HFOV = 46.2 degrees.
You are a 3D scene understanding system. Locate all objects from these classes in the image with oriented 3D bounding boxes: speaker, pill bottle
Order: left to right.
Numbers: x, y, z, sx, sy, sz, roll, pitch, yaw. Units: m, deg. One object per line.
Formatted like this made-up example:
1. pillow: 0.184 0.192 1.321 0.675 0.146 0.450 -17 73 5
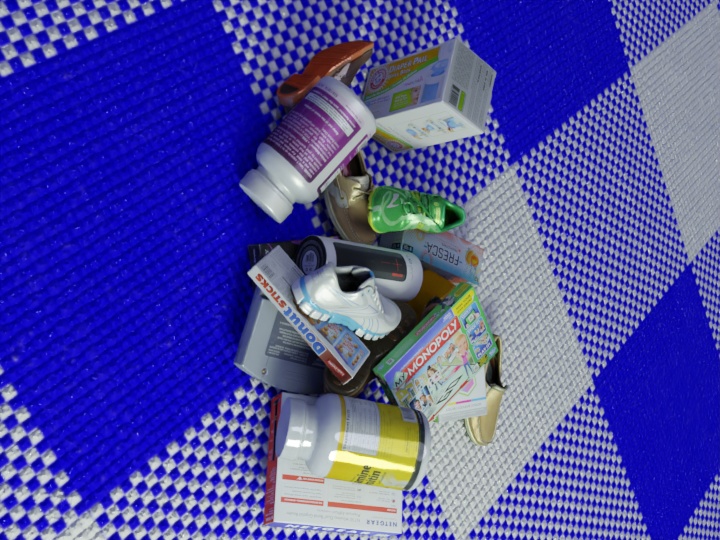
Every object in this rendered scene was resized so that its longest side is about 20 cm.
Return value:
1. pill bottle: -0.078 -0.169 1.204 0.200 0.112 0.112 -48 119 -7
2. pill bottle: -0.011 0.231 1.152 0.197 0.112 0.114 13 79 -14
3. speaker: 0.000 0.000 1.266 0.198 0.081 0.083 9 82 -41

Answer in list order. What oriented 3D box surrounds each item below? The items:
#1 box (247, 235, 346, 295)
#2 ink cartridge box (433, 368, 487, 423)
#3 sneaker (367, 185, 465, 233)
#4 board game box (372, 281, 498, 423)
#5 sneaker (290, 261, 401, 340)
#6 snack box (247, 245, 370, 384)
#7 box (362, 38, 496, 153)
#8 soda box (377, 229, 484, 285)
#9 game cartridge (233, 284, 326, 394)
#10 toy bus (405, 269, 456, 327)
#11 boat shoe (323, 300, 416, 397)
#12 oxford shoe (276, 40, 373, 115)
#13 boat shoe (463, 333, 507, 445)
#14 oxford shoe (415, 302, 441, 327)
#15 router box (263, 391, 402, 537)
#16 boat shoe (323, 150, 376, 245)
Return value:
1. box: -0.075 0.024 1.273 0.198 0.036 0.146 -9 93 -40
2. ink cartridge box: 0.154 0.151 1.441 0.102 0.059 0.204 -3 89 -31
3. sneaker: 0.088 -0.095 1.302 0.198 0.083 0.075 -1 88 -45
4. board game box: 0.116 0.132 1.253 0.200 0.029 0.136 -42 126 -23
5. sneaker: 0.002 0.037 1.168 0.199 0.086 0.076 18 41 -46
6. snack box: -0.068 0.059 1.157 0.201 0.024 0.072 50 31 -4
7. box: 0.100 -0.270 1.331 0.101 0.198 0.114 27 69 -37
8. soda box: 0.121 -0.032 1.428 0.198 0.063 0.069 22 74 -37
9. game cartridge: -0.089 0.107 1.215 0.199 0.041 0.135 21 81 -43
10. toy bus: 0.073 0.084 1.361 0.200 0.065 0.079 -44 152 -28
11. boat shoe: 0.010 0.121 1.249 0.072 0.068 0.200 35 54 13
12. oxford shoe: -0.047 -0.291 1.302 0.200 0.071 0.074 -42 131 -27
13. boat shoe: 0.226 0.212 1.498 0.071 0.076 0.204 -3 90 -41
14. oxford shoe: 0.121 0.145 1.312 0.069 0.075 0.203 -3 123 -4
15. router box: -0.036 0.282 1.219 0.197 0.049 0.182 13 64 -22
16. boat shoe: -0.016 -0.131 1.291 0.074 0.066 0.203 -21 92 -45
